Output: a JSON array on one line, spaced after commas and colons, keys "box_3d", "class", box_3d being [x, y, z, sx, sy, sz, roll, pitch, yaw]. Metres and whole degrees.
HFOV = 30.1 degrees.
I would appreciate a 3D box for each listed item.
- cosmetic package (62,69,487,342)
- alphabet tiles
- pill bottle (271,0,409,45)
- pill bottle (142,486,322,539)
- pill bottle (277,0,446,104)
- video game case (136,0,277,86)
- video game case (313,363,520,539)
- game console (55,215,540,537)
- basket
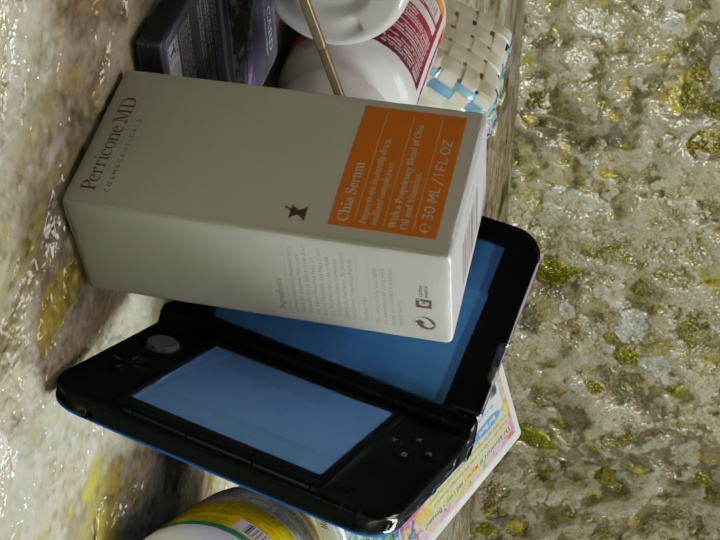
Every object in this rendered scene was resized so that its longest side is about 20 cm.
[{"box_3d": [-0.040, -0.036, 0.697, 0.072, 0.198, 0.102, 84, 17, -50], "class": "cosmetic package"}, {"box_3d": [-0.028, -0.150, 0.821, 0.200, 0.007, 0.168, -105, 174, -62], "class": "alphabet tiles"}, {"box_3d": [0.003, -0.260, 0.986, 0.200, 0.112, 0.114, -68, 162, -51], "class": "pill bottle"}, {"box_3d": [-0.084, 0.205, 0.882, 0.200, 0.112, 0.114, -11, 109, -79], "class": "pill bottle"}, {"box_3d": [-0.002, -0.156, 1.047, 0.201, 0.109, 0.110, -70, 164, -47], "class": "pill bottle"}, {"box_3d": [-0.091, -0.139, 0.842, 0.201, 0.019, 0.144, -73, 166, -45], "class": "video game case"}, {"box_3d": [0.031, 0.098, 0.899, 0.200, 0.024, 0.183, -43, 127, -38], "class": "video game case"}, {"box_3d": [-0.031, 0.026, 0.703, 0.171, 0.199, 0.119, -30, 135, -60], "class": "game console"}, {"box_3d": [0.062, -0.161, 1.354, 0.200, 0.139, 0.177, -44, -160, 45], "class": "basket"}]
